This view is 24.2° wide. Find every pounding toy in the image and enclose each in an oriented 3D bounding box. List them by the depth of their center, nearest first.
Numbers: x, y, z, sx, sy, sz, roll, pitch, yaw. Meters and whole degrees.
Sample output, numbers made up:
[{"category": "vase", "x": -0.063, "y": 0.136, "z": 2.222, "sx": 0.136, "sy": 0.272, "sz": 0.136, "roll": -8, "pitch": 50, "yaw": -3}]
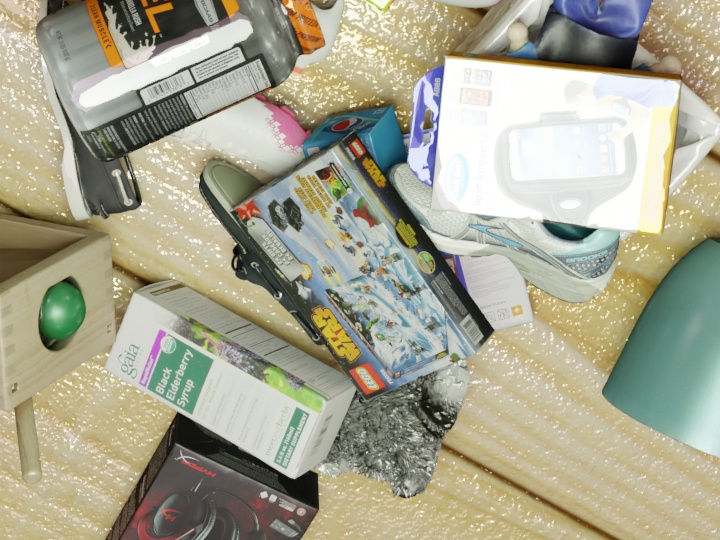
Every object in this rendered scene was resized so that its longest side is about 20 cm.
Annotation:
[{"category": "pounding toy", "x": -0.298, "y": 0.055, "z": 1.373, "sx": 0.200, "sy": 0.184, "sz": 0.142, "roll": 11, "pitch": 114, "yaw": 24}]

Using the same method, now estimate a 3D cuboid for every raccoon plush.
[{"category": "raccoon plush", "x": 0.008, "y": 0.117, "z": 1.476, "sx": 0.134, "sy": 0.097, "sz": 0.200, "roll": 12, "pitch": 133, "yaw": -7}]

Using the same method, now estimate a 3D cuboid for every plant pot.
[{"category": "plant pot", "x": 0.328, "y": 0.066, "z": 1.435, "sx": 0.200, "sy": 0.201, "sz": 0.161, "roll": 18, "pitch": 98, "yaw": -8}]

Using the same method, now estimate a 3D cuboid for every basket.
[{"category": "basket", "x": 0.176, "y": -0.145, "z": 1.381, "sx": 0.200, "sy": 0.123, "sz": 0.136, "roll": 38, "pitch": 105, "yaw": -15}]

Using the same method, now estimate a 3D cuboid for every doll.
[{"category": "doll", "x": 0.180, "y": -0.177, "z": 1.276, "sx": 0.136, "sy": 0.048, "sz": 0.200, "roll": 16, "pitch": 110, "yaw": -6}]

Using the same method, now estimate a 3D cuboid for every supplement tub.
[{"category": "supplement tub", "x": -0.136, "y": -0.175, "z": 1.287, "sx": 0.200, "sy": 0.123, "sz": 0.123, "roll": -25, "pitch": 110, "yaw": -1}]

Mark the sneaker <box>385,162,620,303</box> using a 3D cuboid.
[{"category": "sneaker", "x": 0.116, "y": -0.052, "z": 1.338, "sx": 0.200, "sy": 0.078, "sz": 0.086, "roll": 20, "pitch": 144, "yaw": 3}]

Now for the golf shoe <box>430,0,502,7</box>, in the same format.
[{"category": "golf shoe", "x": 0.031, "y": -0.257, "z": 1.300, "sx": 0.200, "sy": 0.092, "sz": 0.075, "roll": 26, "pitch": 106, "yaw": -13}]

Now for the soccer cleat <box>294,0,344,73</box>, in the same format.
[{"category": "soccer cleat", "x": -0.109, "y": -0.232, "z": 1.373, "sx": 0.200, "sy": 0.069, "sz": 0.078, "roll": 23, "pitch": 104, "yaw": -17}]

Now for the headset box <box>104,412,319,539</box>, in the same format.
[{"category": "headset box", "x": -0.149, "y": 0.251, "z": 1.548, "sx": 0.149, "sy": 0.075, "sz": 0.200, "roll": 28, "pitch": 108, "yaw": -12}]

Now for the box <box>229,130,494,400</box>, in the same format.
[{"category": "box", "x": 0.000, "y": 0.000, "z": 1.365, "sx": 0.137, "sy": 0.040, "sz": 0.200, "roll": -27, "pitch": 102, "yaw": 43}]

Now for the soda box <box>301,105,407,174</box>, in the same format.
[{"category": "soda box", "x": 0.016, "y": -0.032, "z": 1.418, "sx": 0.064, "sy": 0.068, "sz": 0.200, "roll": -7, "pitch": 113, "yaw": 23}]

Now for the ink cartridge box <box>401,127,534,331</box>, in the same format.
[{"category": "ink cartridge box", "x": 0.084, "y": -0.036, "z": 1.466, "sx": 0.095, "sy": 0.037, "sz": 0.200, "roll": -14, "pitch": 113, "yaw": 5}]

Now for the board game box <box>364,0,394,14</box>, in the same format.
[{"category": "board game box", "x": -0.032, "y": -0.308, "z": 1.352, "sx": 0.200, "sy": 0.048, "sz": 0.102, "roll": 34, "pitch": 106, "yaw": -14}]

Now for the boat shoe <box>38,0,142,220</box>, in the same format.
[{"category": "boat shoe", "x": -0.226, "y": -0.136, "z": 1.399, "sx": 0.060, "sy": 0.074, "sz": 0.200, "roll": -7, "pitch": 114, "yaw": 1}]

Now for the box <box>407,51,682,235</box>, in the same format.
[{"category": "box", "x": 0.135, "y": -0.097, "z": 1.260, "sx": 0.200, "sy": 0.041, "sz": 0.119, "roll": 6, "pitch": 104, "yaw": 7}]

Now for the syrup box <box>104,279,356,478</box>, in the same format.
[{"category": "syrup box", "x": -0.112, "y": 0.090, "z": 1.445, "sx": 0.200, "sy": 0.081, "sz": 0.079, "roll": 28, "pitch": 107, "yaw": 15}]

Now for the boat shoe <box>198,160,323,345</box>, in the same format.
[{"category": "boat shoe", "x": -0.078, "y": -0.009, "z": 1.453, "sx": 0.066, "sy": 0.075, "sz": 0.199, "roll": -37, "pitch": 114, "yaw": 29}]

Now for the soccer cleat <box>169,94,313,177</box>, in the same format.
[{"category": "soccer cleat", "x": -0.125, "y": -0.125, "z": 1.393, "sx": 0.200, "sy": 0.086, "sz": 0.070, "roll": 39, "pitch": 147, "yaw": -10}]
